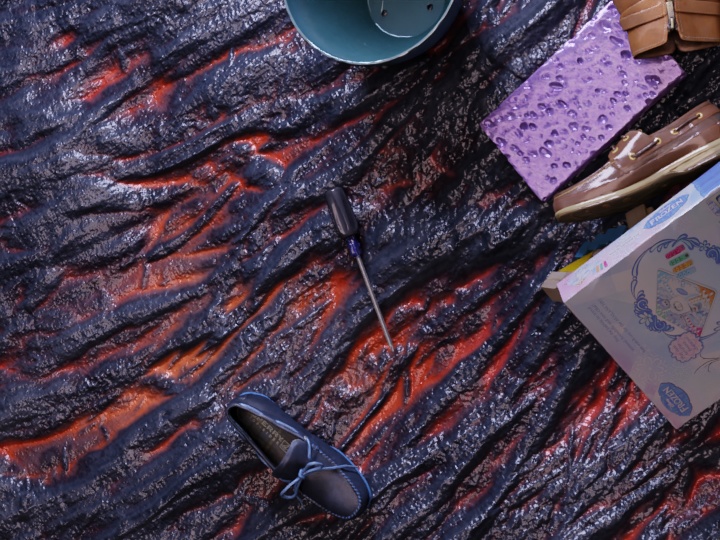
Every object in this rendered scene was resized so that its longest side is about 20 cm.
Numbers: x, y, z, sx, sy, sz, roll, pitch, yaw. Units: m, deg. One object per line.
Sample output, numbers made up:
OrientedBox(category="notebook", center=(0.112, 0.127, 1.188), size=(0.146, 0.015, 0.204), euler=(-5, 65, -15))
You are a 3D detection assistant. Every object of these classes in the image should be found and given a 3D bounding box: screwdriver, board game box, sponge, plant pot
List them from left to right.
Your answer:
OrientedBox(category="screwdriver", center=(0.000, 0.000, 1.331), size=(0.029, 0.028, 0.201), euler=(-24, 81, 49))
OrientedBox(category="plant pot", center=(0.031, -0.311, 1.265), size=(0.199, 0.135, 0.201), euler=(0, 89, 20))
OrientedBox(category="sponge", center=(0.235, -0.181, 1.246), size=(0.200, 0.030, 0.112), euler=(-43, 77, 15))
OrientedBox(category="board game box", center=(0.332, 0.029, 1.148), size=(0.199, 0.043, 0.200), euler=(-38, 112, 14))

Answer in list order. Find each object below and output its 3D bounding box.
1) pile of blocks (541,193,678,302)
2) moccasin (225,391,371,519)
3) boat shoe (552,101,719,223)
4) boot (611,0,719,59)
OrientedBox(category="pile of blocks", center=(0.289, -0.013, 1.217), size=(0.199, 0.082, 0.062), euler=(-28, 119, 26))
OrientedBox(category="moccasin", center=(-0.080, 0.219, 1.334), size=(0.200, 0.068, 0.081), euler=(33, 100, 17))
OrientedBox(category="boat shoe", center=(0.289, -0.109, 1.208), size=(0.199, 0.072, 0.068), euler=(-24, 76, 12))
OrientedBox(category="boot", center=(0.347, -0.305, 1.171), size=(0.199, 0.077, 0.156), euler=(-12, 79, 14))
